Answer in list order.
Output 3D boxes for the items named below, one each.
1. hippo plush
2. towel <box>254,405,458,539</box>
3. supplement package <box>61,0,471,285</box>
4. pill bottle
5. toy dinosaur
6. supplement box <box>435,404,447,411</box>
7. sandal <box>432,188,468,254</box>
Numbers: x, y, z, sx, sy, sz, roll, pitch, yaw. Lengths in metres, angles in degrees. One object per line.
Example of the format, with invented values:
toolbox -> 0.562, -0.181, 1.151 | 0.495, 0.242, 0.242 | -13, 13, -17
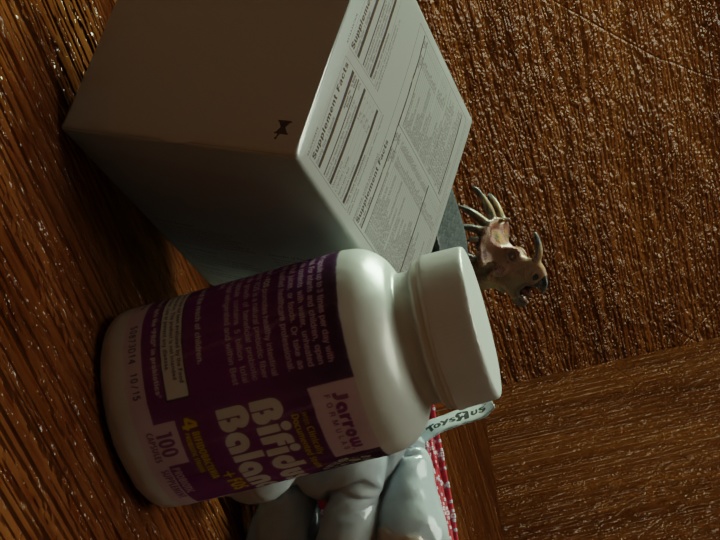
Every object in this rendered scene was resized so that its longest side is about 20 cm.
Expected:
hippo plush -> -0.016, 0.115, 0.868 | 0.160, 0.199, 0.161 | 57, 4, 32
towel -> -0.010, 0.150, 0.961 | 0.022, 0.143, 0.202 | 48, 29, -62
supplement package -> -0.044, -0.089, 0.823 | 0.200, 0.150, 0.152 | 54, 50, -57
pill bottle -> -0.029, 0.053, 0.743 | 0.112, 0.198, 0.113 | -15, 90, -80
toy dinosaur -> 0.056, -0.033, 1.186 | 0.199, 0.136, 0.086 | 35, 29, -15
supplement box -> 0.062, 0.027, 1.303 | 0.067, 0.068, 0.202 | -75, 149, -80
sandal -> 0.042, -0.062, 1.073 | 0.076, 0.042, 0.202 | -33, 109, -67
